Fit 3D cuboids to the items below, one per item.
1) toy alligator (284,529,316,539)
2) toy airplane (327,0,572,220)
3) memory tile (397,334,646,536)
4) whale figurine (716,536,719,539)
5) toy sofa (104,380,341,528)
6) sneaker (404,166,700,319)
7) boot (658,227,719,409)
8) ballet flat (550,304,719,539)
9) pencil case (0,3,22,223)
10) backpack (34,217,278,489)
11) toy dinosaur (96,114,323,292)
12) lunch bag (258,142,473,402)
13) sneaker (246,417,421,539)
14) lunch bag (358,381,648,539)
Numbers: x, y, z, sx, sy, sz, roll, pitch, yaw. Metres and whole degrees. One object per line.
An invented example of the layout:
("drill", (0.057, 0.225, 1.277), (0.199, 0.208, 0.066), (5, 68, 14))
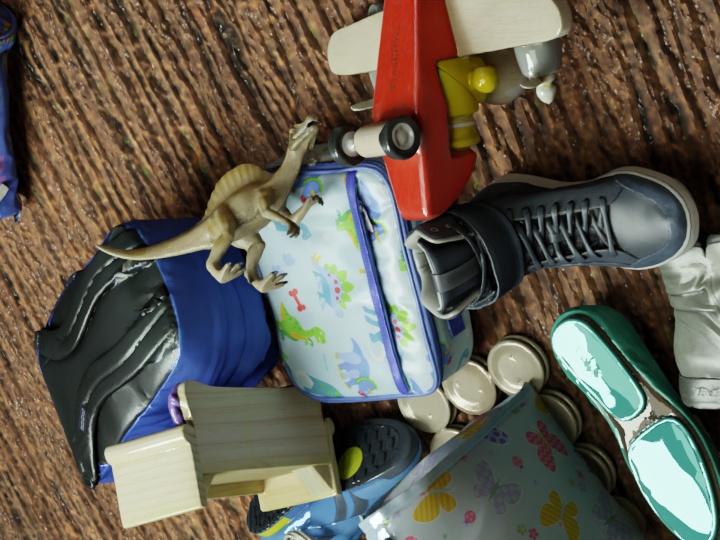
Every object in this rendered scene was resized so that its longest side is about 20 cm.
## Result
("toy alligator", (0.034, 0.250, 1.694), (0.199, 0.054, 0.059), (29, 141, 2))
("toy airplane", (0.060, -0.160, 1.428), (0.200, 0.140, 0.201), (-57, 42, 30))
("memory tile", (0.128, 0.153, 1.614), (0.153, 0.017, 0.201), (-26, 98, 41))
("whale figurine", (0.326, 0.250, 1.470), (0.199, 0.104, 0.160), (26, 127, 25))
("toy sofa", (-0.106, 0.142, 1.596), (0.082, 0.199, 0.099), (-17, 79, 32))
("sneaker", (0.124, -0.016, 1.412), (0.201, 0.146, 0.078), (0, 110, 47))
("boot", (0.295, 0.027, 1.401), (0.198, 0.068, 0.132), (-2, 108, 34))
("ballet flat", (0.216, 0.106, 1.488), (0.067, 0.070, 0.201), (-39, 82, 35))
("pencil case", (-0.330, -0.130, 1.731), (0.087, 0.077, 0.202), (44, 139, 46))
("backpack", (-0.155, 0.049, 1.638), (0.163, 0.167, 0.200), (59, 138, 25))
("toy dinosaur", (-0.095, -0.032, 1.523), (0.199, 0.058, 0.102), (-34, 53, 12))
("lunch bag", (0.000, 0.000, 1.571), (0.160, 0.082, 0.202), (-1, 111, 34))
("sneaker", (-0.007, 0.185, 1.702), (0.078, 0.066, 0.200), (32, 134, -28))
("lunch bag", (0.096, 0.209, 1.521), (0.170, 0.200, 0.127), (51, 130, 2))
